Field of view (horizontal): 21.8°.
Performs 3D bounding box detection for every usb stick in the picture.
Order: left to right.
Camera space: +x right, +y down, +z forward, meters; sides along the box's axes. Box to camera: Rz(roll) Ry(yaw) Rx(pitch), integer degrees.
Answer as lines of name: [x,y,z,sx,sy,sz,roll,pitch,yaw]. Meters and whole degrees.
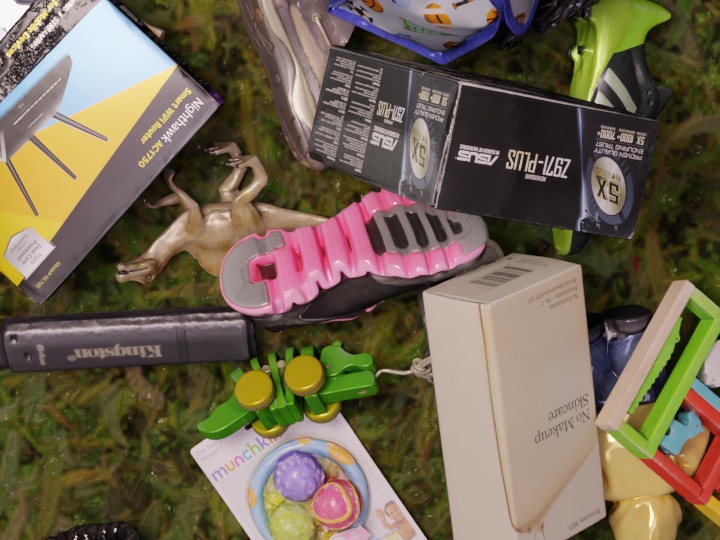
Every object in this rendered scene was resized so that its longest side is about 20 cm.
usb stick: [-0.177,0.052,1.418,0.199,0.056,0.033,-3,56,0]

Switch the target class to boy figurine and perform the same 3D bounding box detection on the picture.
boy figurine: [0.213,0.129,1.431,0.124,0.064,0.201,-15,99,1]

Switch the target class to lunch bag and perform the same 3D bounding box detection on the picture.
lunch bag: [0.076,-0.247,1.281,0.123,0.200,0.171,21,79,-13]

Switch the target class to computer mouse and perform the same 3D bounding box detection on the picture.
computer mouse: [0.180,-0.239,1.344,0.200,0.138,0.053,-37,95,-15]

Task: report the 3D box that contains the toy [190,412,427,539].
toy: [-0.030,0.192,1.443,0.115,0.047,0.200,-34,98,2]

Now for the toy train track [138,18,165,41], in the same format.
toy train track: [-0.190,-0.093,1.404,0.114,0.033,0.201,24,104,4]

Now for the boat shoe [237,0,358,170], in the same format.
boat shoe: [-0.041,-0.177,1.383,0.073,0.074,0.201,-21,105,-13]

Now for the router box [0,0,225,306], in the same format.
router box: [-0.218,-0.099,1.351,0.149,0.051,0.200,42,99,-5]

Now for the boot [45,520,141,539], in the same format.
boot: [-0.149,0.265,1.435,0.210,0.079,0.159,-12,99,1]

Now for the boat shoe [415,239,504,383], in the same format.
boat shoe: [0.083,0.071,1.429,0.067,0.072,0.201,2,109,36]

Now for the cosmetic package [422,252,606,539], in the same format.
cosmetic package: [0.114,0.099,1.365,0.103,0.073,0.201,-23,111,-37]

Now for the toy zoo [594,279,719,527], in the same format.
toy zoo: [0.280,0.118,1.412,0.200,0.020,0.132,39,71,-20]

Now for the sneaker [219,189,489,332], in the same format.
sneaker: [0.000,0.000,1.379,0.199,0.096,0.079,-13,59,7]

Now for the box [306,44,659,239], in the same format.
box: [0.081,-0.091,1.303,0.163,0.200,0.087,8,99,-29]

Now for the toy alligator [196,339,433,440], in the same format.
toy alligator: [-0.031,0.078,1.410,0.199,0.059,0.055,-17,57,6]

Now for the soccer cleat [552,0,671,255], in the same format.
soccer cleat: [0.187,-0.107,1.397,0.081,0.068,0.201,8,98,-13]

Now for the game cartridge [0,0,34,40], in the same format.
game cartridge: [-0.304,-0.115,1.397,0.132,0.041,0.201,1,98,-5]

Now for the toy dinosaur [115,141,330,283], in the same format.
toy dinosaur: [-0.091,-0.043,1.413,0.199,0.058,0.102,-10,115,-2]
